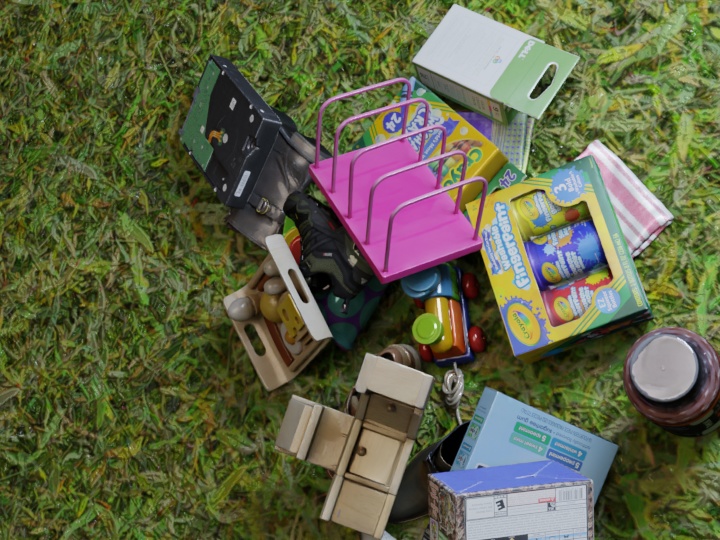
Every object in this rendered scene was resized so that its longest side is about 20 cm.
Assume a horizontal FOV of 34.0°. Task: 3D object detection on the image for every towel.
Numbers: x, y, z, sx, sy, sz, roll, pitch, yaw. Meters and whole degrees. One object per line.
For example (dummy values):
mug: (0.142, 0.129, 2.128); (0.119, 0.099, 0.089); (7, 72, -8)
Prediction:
towel: (0.123, -0.146, 1.553); (0.198, 0.023, 0.145); (7, 79, 26)
towel: (0.269, -0.048, 1.459); (0.200, 0.030, 0.147); (-44, 65, 8)

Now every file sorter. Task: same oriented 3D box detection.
file sorter: (0.045, -0.115, 1.393); (0.138, 0.126, 0.201); (-19, 54, -20)

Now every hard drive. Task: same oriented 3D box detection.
hard drive: (-0.185, -0.195, 1.641); (0.200, 0.038, 0.141); (50, 121, 45)

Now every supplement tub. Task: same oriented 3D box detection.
supplement tub: (0.347, 0.122, 1.285); (0.106, 0.200, 0.108); (-6, 76, 23)

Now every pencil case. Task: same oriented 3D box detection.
pencil case: (0.000, 0.000, 1.531); (0.201, 0.085, 0.092); (-59, 26, 3)

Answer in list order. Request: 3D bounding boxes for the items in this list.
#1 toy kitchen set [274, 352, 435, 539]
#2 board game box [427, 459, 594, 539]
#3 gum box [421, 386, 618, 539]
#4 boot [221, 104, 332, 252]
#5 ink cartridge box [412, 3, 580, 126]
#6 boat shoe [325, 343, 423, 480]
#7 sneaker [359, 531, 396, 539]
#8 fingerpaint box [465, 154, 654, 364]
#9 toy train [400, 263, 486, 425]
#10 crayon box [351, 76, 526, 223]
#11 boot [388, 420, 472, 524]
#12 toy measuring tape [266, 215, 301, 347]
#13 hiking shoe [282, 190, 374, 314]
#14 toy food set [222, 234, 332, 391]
toy kitchen set: (-0.022, 0.192, 1.362); (0.162, 0.180, 0.202); (19, 85, 6)
board game box: (0.164, 0.322, 1.282); (0.158, 0.097, 0.202); (-3, 95, -15)
gum box: (0.183, 0.260, 1.357); (0.169, 0.045, 0.202); (24, 86, -15)
boot: (-0.143, -0.134, 1.648); (0.200, 0.069, 0.175); (43, 104, 34)
ink cartridge box: (0.177, -0.257, 1.523); (0.199, 0.059, 0.104); (30, 75, 27)
boat shoe: (0.005, 0.180, 1.492); (0.075, 0.072, 0.201); (28, 95, 28)
sneaker: (0.080, 0.373, 1.425); (0.200, 0.075, 0.087); (42, 84, 20)
fingerpaint box: (0.237, -0.012, 1.410); (0.166, 0.073, 0.202); (-21, 72, 16)
toy train: (0.100, 0.087, 1.452); (0.084, 0.116, 0.202); (-12, 72, 21)
crayon box: (0.100, -0.141, 1.522); (0.200, 0.052, 0.126); (44, 96, 26)
boot: (0.091, 0.238, 1.429); (0.200, 0.097, 0.075); (-39, 65, 10)
toy measuring tape: (-0.079, 0.009, 1.588); (0.073, 0.073, 0.202); (12, 97, 26)
hiking shoe: (-0.055, -0.027, 1.480); (0.101, 0.076, 0.200); (-56, 41, 5)
toy food set: (-0.114, 0.059, 1.501); (0.060, 0.200, 0.144); (-21, 77, -28)
